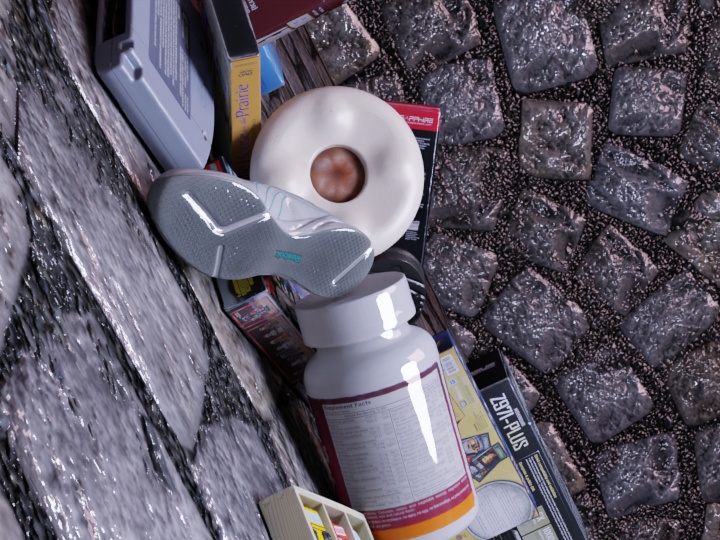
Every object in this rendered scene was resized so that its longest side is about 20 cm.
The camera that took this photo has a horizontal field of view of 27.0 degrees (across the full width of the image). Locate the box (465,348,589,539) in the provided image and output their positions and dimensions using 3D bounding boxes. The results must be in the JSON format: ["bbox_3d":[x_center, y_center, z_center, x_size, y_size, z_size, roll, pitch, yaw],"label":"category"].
[{"bbox_3d":[0.106,0.205,1.435,0.201,0.163,0.086,62,7,-14],"label":"box"}]

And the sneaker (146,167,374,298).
[{"bbox_3d":[-0.083,-0.032,1.095,0.199,0.071,0.080,19,14,-44],"label":"sneaker"}]

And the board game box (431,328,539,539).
[{"bbox_3d":[0.060,0.165,1.338,0.035,0.134,0.201,-104,168,-63],"label":"board game box"}]

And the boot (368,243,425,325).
[{"bbox_3d":[-0.003,0.000,1.379,0.212,0.079,0.159,114,-24,-50],"label":"boot"}]

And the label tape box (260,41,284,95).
[{"bbox_3d":[-0.150,-0.292,1.712,0.144,0.066,0.200,62,4,-27],"label":"label tape box"}]

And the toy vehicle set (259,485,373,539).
[{"bbox_3d":[-0.009,0.221,1.031,0.200,0.026,0.125,47,18,-71],"label":"toy vehicle set"}]

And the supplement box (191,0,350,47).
[{"bbox_3d":[-0.117,-0.329,1.494,0.199,0.199,0.133,64,6,-5],"label":"supplement box"}]

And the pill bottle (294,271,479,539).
[{"bbox_3d":[0.018,0.110,1.172,0.110,0.108,0.202,-82,157,-79],"label":"pill bottle"}]

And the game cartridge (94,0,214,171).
[{"bbox_3d":[-0.158,-0.169,1.170,0.201,0.041,0.134,-97,165,-46],"label":"game cartridge"}]

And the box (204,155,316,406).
[{"bbox_3d":[-0.075,0.015,1.235,0.200,0.040,0.138,56,12,-57],"label":"box"}]

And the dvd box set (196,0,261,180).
[{"bbox_3d":[-0.113,-0.157,1.283,0.201,0.029,0.147,94,-18,-50],"label":"dvd box set"}]

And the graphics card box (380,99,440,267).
[{"bbox_3d":[0.010,-0.072,1.517,0.051,0.124,0.202,-82,178,-81],"label":"graphics card box"}]

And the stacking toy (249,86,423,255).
[{"bbox_3d":[-0.031,-0.070,1.310,0.147,0.145,0.200,64,-11,2],"label":"stacking toy"}]
